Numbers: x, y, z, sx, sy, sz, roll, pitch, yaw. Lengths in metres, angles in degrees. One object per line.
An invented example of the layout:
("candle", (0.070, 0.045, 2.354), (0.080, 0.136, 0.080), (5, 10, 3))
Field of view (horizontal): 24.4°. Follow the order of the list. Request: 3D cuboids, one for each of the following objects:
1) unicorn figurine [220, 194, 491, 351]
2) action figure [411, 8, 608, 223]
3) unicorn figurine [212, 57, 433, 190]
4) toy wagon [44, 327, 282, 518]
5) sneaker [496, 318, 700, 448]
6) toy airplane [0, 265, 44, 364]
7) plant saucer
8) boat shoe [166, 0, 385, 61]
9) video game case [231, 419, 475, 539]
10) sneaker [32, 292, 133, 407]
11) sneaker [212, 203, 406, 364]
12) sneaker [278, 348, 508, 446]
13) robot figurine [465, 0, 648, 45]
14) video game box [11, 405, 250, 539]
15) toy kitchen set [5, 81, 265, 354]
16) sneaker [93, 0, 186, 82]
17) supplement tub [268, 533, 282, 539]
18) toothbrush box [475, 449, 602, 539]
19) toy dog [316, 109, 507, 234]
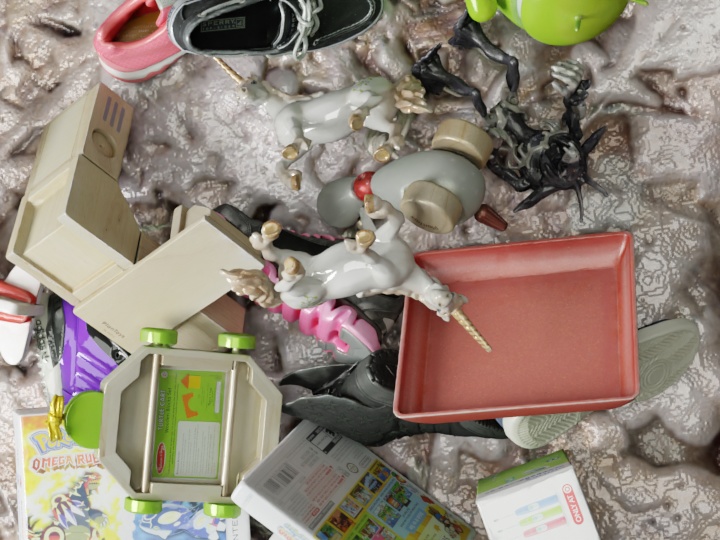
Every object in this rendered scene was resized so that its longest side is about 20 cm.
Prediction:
("unicorn figurine", (0.000, 0.000, 1.337), (0.199, 0.137, 0.074), (2, 64, 16))
("action figure", (0.138, -0.131, 1.433), (0.119, 0.102, 0.200), (-44, 83, -9))
("unicorn figurine", (-0.037, -0.133, 1.438), (0.199, 0.138, 0.074), (-2, 125, 2))
("toy wagon", (-0.166, 0.126, 1.398), (0.199, 0.040, 0.156), (5, 90, -18))
("sneaker", (0.195, 0.077, 1.432), (0.200, 0.085, 0.075), (-20, 127, -19))
("toy airplane", (-0.370, 0.012, 1.427), (0.199, 0.141, 0.200), (-34, 69, 19))
("plant saucer", (0.134, 0.054, 1.398), (0.199, 0.200, 0.037), (-6, 131, 12))
("boat shoe", (-0.065, -0.219, 1.437), (0.199, 0.068, 0.074), (-5, 111, -22))
("video game case", (0.000, 0.205, 1.386), (0.182, 0.200, 0.023), (36, 109, 6))
("sneaker", (-0.225, 0.108, 1.473), (0.099, 0.070, 0.201), (-13, 87, 2))
("sneaker", (-0.046, -0.003, 1.469), (0.200, 0.079, 0.095), (37, 65, 9))
("sneaker", (0.036, 0.118, 1.451), (0.199, 0.104, 0.060), (19, 53, -26))
("robot figurine", (0.151, -0.270, 1.407), (0.175, 0.116, 0.200), (-25, 55, -24))
("video game box", (-0.194, 0.203, 1.435), (0.199, 0.047, 0.183), (-4, 91, -19))
("toy kitchen set", (-0.165, -0.051, 1.445), (0.163, 0.181, 0.200), (-32, 125, 30))
("sneaker", (-0.147, -0.231, 1.467), (0.200, 0.087, 0.074), (-31, 83, 3))
("supplement tub", (0.000, 0.306, 1.397), (0.200, 0.145, 0.145), (31, 91, -8))
("toothbrush box", (0.158, 0.234, 1.368), (0.086, 0.200, 0.146), (-21, 85, 5))
("toy dog", (0.053, -0.058, 1.415), (0.096, 0.200, 0.132), (42, 82, -23))
